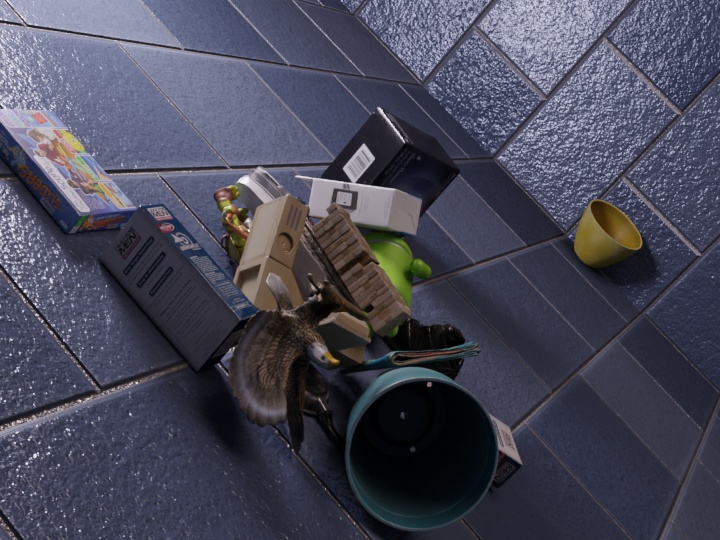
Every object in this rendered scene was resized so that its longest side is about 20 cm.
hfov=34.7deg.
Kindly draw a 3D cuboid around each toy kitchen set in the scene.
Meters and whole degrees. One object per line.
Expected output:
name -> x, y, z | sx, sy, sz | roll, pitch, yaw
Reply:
toy kitchen set -> -0.051, 0.016, 1.633 | 0.199, 0.162, 0.183 | 31, 61, -31

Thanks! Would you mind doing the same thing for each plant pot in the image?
plant pot -> 0.068, 0.216, 1.545 | 0.199, 0.201, 0.188 | 38, 4, -12
plant pot -> 0.723, -0.092, 3.464 | 0.198, 0.142, 0.202 | 25, 36, -20

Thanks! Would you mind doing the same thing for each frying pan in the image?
frying pan -> -0.072, 0.177, 1.584 | 0.114, 0.031, 0.191 | 24, 24, -40

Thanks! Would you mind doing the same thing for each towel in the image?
towel -> 0.067, 0.128, 1.681 | 0.145, 0.200, 0.022 | -5, 84, -23
towel -> -0.070, 0.018, 1.753 | 0.034, 0.133, 0.201 | -28, 75, -28

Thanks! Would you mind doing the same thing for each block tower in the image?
block tower -> 0.000, 0.000, 1.678 | 0.201, 0.057, 0.054 | 59, 11, 22

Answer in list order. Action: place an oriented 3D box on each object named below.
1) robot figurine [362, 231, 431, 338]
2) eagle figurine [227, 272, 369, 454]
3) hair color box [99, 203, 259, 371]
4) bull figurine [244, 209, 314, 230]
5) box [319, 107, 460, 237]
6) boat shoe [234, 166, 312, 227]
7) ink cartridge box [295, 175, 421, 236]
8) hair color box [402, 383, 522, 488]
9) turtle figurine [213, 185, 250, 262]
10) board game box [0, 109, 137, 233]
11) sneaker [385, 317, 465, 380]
robot figurine -> 0.030, 0.019, 1.930 | 0.202, 0.173, 0.117 | -83, 160, -46
eagle figurine -> -0.084, 0.108, 1.447 | 0.151, 0.201, 0.151 | 34, -7, -14
hair color box -> -0.232, 0.020, 1.481 | 0.200, 0.100, 0.060 | 47, 21, 10
bull figurine -> -0.122, -0.067, 1.925 | 0.121, 0.065, 0.200 | 42, 18, 3
box -> 0.061, -0.191, 2.326 | 0.197, 0.200, 0.124 | 18, 30, -49
boat shoe -> -0.109, -0.085, 1.822 | 0.200, 0.072, 0.068 | 43, 60, 11
ink cartridge box -> -0.009, -0.110, 1.964 | 0.197, 0.068, 0.115 | 10, -1, 28
hair color box -> 0.155, 0.247, 1.803 | 0.199, 0.061, 0.100 | 35, 21, -22
turtle figurine -> -0.178, -0.042, 1.768 | 0.200, 0.064, 0.162 | 53, 8, -45
board game box -> -0.407, -0.137, 1.556 | 0.200, 0.035, 0.135 | 48, 21, 12
sneaker -> 0.108, 0.107, 1.946 | 0.076, 0.114, 0.200 | 19, 28, -51
